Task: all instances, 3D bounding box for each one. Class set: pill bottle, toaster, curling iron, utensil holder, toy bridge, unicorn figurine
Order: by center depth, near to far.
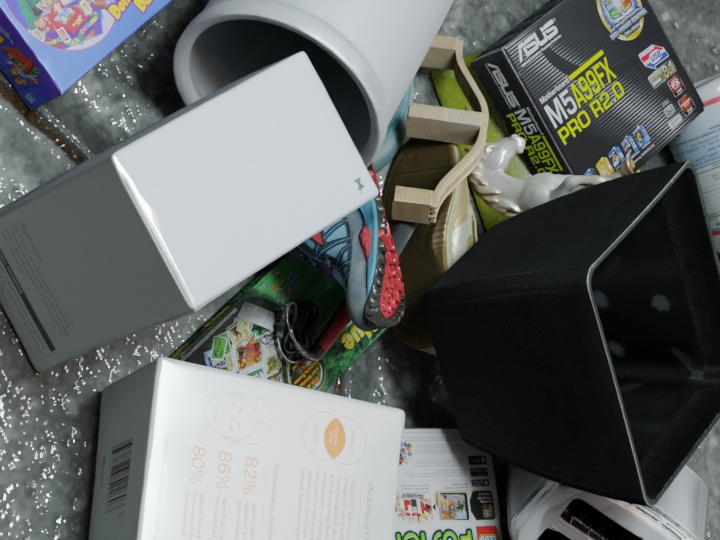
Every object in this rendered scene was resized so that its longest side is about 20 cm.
[{"bbox_3d":[-0.025,-0.194,1.713,0.170,0.170,0.200,46,49,-21],"label":"utensil holder"},{"bbox_3d":[0.000,0.000,1.759,0.050,0.026,0.200,52,58,-12],"label":"curling iron"},{"bbox_3d":[0.194,0.193,1.816,0.200,0.114,0.129,36,23,-12],"label":"toaster"},{"bbox_3d":[0.071,-0.119,1.832,0.067,0.027,0.201,8,50,4],"label":"toy bridge"},{"bbox_3d":[0.171,-0.051,1.848,0.201,0.137,0.074,65,33,-17],"label":"unicorn figurine"},{"bbox_3d":[0.359,-0.085,2.082,0.109,0.109,0.201,-27,96,-42],"label":"pill bottle"}]

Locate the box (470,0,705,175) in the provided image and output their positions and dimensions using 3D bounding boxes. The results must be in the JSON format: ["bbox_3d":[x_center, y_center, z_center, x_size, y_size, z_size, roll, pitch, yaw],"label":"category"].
[{"bbox_3d":[0.201,-0.161,1.947,0.200,0.044,0.161,-39,104,-41],"label":"box"}]

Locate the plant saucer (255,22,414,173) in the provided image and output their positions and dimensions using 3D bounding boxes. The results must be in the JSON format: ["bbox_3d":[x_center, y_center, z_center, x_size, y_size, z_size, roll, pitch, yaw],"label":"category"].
[{"bbox_3d":[-0.027,-0.170,1.832,0.200,0.027,0.201,13,70,-38],"label":"plant saucer"}]

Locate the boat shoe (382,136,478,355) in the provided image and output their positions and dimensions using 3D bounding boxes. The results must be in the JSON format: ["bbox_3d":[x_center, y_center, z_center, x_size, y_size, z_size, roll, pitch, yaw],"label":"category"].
[{"bbox_3d":[0.063,-0.020,1.840,0.066,0.074,0.201,35,51,-49],"label":"boat shoe"}]

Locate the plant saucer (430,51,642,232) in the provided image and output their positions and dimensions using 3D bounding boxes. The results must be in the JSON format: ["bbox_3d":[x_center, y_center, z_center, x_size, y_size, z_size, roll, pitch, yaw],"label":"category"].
[{"bbox_3d":[0.174,-0.111,1.972,0.200,0.048,0.201,-20,90,-43],"label":"plant saucer"}]

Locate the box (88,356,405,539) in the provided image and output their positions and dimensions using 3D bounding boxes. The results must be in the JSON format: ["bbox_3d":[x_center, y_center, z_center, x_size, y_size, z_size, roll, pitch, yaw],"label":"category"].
[{"bbox_3d":[-0.083,0.163,1.601,0.199,0.106,0.153,15,69,-25],"label":"box"}]

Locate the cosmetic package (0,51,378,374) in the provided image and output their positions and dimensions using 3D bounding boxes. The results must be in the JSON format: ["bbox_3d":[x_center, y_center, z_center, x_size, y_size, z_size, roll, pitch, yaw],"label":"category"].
[{"bbox_3d":[-0.134,-0.041,1.582,0.199,0.200,0.123,-33,99,-42],"label":"cosmetic package"}]

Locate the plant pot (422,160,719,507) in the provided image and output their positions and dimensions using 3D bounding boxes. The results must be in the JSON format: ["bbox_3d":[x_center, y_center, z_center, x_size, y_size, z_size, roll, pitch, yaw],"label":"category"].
[{"bbox_3d":[0.167,0.047,1.752,0.200,0.177,0.200,-42,122,-46],"label":"plant pot"}]

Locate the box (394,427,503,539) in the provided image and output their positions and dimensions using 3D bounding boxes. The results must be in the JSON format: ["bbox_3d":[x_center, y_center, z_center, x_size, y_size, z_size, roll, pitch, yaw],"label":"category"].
[{"bbox_3d":[0.026,0.180,1.763,0.199,0.035,0.111,4,75,-40],"label":"box"}]

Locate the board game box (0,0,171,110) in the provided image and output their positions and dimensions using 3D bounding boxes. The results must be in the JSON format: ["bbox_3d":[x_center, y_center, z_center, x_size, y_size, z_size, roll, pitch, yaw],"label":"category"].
[{"bbox_3d":[-0.213,-0.231,1.676,0.135,0.045,0.200,55,49,-14],"label":"board game box"}]

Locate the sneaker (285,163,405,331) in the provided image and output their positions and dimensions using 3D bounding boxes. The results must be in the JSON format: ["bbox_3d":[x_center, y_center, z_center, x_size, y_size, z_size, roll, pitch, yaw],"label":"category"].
[{"bbox_3d":[-0.022,-0.018,1.718,0.200,0.095,0.080,-103,175,-49],"label":"sneaker"}]

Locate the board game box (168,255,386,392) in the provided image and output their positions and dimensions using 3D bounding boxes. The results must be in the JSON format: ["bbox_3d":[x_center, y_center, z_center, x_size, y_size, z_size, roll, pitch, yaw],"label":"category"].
[{"bbox_3d":[-0.063,0.057,1.733,0.200,0.023,0.105,-44,104,-39],"label":"board game box"}]
